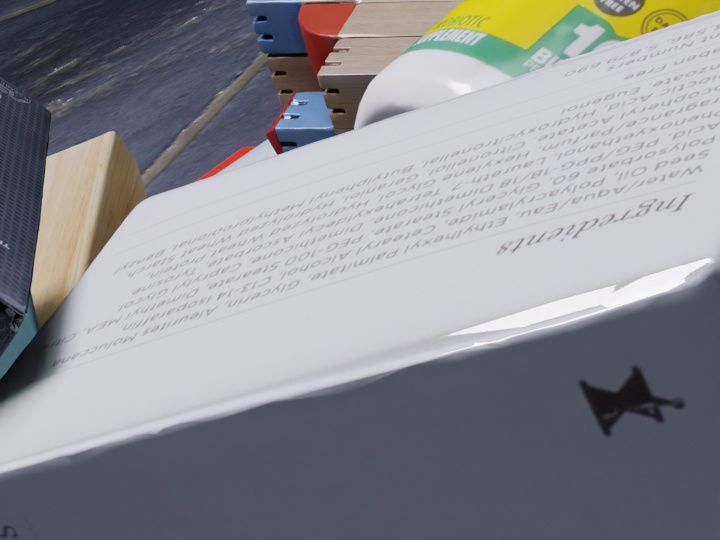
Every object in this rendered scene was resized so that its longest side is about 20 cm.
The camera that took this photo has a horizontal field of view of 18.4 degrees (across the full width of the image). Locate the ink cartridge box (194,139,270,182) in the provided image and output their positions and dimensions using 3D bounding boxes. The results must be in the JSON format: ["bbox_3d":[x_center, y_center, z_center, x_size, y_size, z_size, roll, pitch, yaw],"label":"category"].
[{"bbox_3d":[-0.063,-0.041,1.102,0.160,0.047,0.200,-37,23,-31],"label":"ink cartridge box"}]

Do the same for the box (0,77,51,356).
[{"bbox_3d":[-0.153,0.048,0.574,0.200,0.051,0.158,-55,16,13],"label":"box"}]

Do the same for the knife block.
[{"bbox_3d":[-0.130,0.038,0.894,0.064,0.201,0.175,-19,-11,17],"label":"knife block"}]

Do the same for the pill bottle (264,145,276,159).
[{"bbox_3d":[0.030,-0.037,0.974,0.200,0.112,0.112,-35,20,-26],"label":"pill bottle"}]

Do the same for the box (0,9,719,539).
[{"bbox_3d":[0.044,0.071,0.508,0.199,0.199,0.131,-16,23,30],"label":"box"}]

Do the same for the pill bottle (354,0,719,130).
[{"bbox_3d":[0.103,-0.065,0.618,0.200,0.113,0.113,-42,23,-21],"label":"pill bottle"}]

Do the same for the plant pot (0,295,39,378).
[{"bbox_3d":[-0.195,0.055,0.775,0.141,0.141,0.200,-47,42,19],"label":"plant pot"}]

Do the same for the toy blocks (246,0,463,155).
[{"bbox_3d":[0.021,-0.102,0.905,0.136,0.100,0.200,1,40,25],"label":"toy blocks"}]
